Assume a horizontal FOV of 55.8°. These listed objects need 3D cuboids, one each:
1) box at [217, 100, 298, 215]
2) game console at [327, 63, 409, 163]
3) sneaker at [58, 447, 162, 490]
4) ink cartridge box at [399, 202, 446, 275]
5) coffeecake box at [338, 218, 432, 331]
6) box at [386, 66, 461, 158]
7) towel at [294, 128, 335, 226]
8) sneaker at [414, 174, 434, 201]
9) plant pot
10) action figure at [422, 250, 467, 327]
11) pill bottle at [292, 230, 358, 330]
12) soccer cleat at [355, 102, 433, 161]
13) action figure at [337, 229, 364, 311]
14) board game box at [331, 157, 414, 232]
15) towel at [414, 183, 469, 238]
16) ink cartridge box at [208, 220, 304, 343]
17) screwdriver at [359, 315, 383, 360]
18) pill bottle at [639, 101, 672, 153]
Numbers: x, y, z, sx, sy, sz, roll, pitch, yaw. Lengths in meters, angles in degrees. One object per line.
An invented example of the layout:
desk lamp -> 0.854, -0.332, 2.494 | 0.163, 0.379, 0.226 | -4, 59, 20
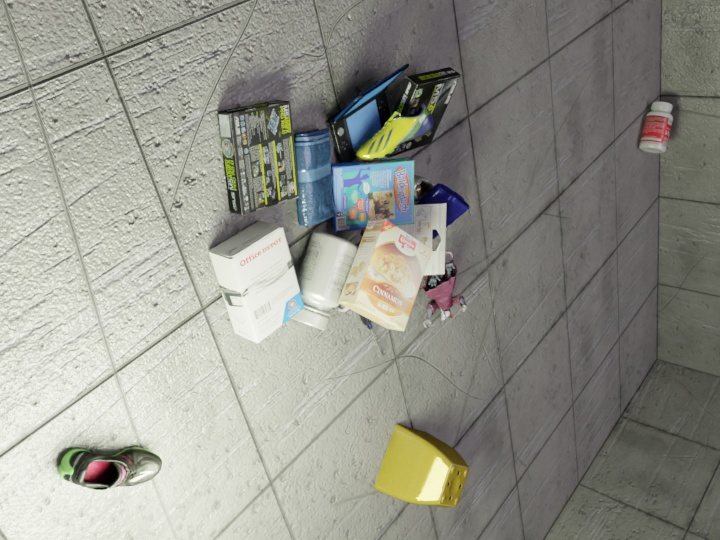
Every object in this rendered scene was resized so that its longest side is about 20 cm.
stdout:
box -> -0.202, -0.229, 1.373 | 0.159, 0.044, 0.204 | -26, 120, -44
game console -> 0.032, -0.355, 1.554 | 0.200, 0.117, 0.173 | -40, 129, -34
sneaker -> -0.444, 0.369, 1.236 | 0.198, 0.083, 0.078 | 14, 91, -50
ink cartridge box -> 0.125, -0.080, 1.706 | 0.173, 0.045, 0.203 | -4, 119, -4
coffeecake box -> 0.058, 0.011, 1.523 | 0.152, 0.073, 0.203 | 28, 75, -31
box -> 0.143, -0.386, 1.659 | 0.192, 0.047, 0.202 | -24, 147, -44
towel -> -0.100, -0.202, 1.483 | 0.111, 0.048, 0.204 | -30, 124, -55
sneaker -> 0.106, -0.211, 1.713 | 0.198, 0.080, 0.078 | -12, 112, -46
plant pot -> 0.194, 0.583, 1.962 | 0.195, 0.198, 0.197 | 30, 79, -50
action figure -> 0.229, 0.069, 1.955 | 0.201, 0.131, 0.151 | 72, 6, -49
pill bottle -> -0.087, 0.024, 1.529 | 0.114, 0.113, 0.203 | 24, 83, -50
soccer cleat -> 0.072, -0.318, 1.561 | 0.197, 0.065, 0.085 | -26, 118, 1
action figure -> 0.000, 0.000, 1.619 | 0.147, 0.133, 0.204 | 1, 84, -31
board game box -> 0.028, -0.177, 1.584 | 0.196, 0.045, 0.155 | -6, 109, -14
towel -> 0.169, -0.138, 1.758 | 0.199, 0.050, 0.147 | -40, 141, 22
ink cartridge box -> -0.211, 0.020, 1.405 | 0.144, 0.083, 0.203 | -36, 127, -37
screwdriver -> 0.031, 0.162, 1.780 | 0.029, 0.027, 0.202 | -78, 153, -45
pill bottle -> 1.289, -0.621, 2.955 | 0.111, 0.111, 0.204 | 8, 95, -50
